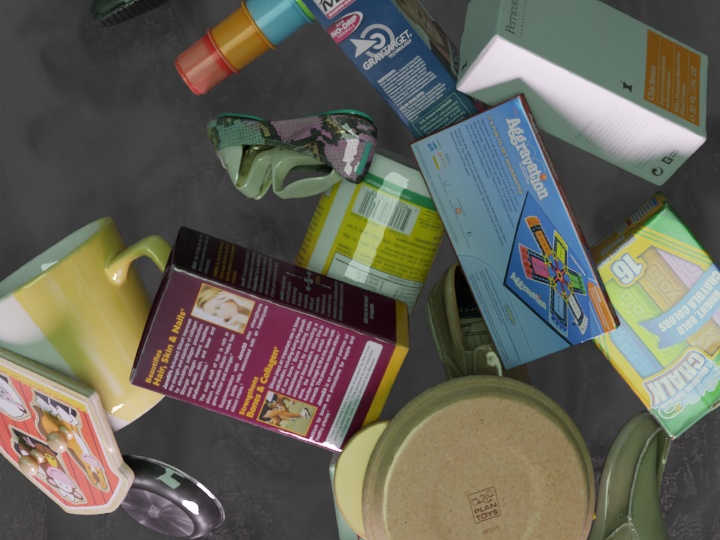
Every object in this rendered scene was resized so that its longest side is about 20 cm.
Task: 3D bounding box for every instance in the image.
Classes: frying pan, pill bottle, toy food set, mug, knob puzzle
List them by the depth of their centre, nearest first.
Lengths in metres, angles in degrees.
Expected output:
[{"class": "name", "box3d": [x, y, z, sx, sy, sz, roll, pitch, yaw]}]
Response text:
[{"class": "toy food set", "box3d": [0.091, 0.182, 1.362, 0.199, 0.049, 0.199, -33, 100, -8]}, {"class": "pill bottle", "box3d": [0.000, 0.000, 1.470, 0.112, 0.113, 0.202, 22, 97, 2]}, {"class": "mug", "box3d": [-0.228, 0.056, 1.473, 0.149, 0.186, 0.154, -37, 102, -25]}, {"class": "knob puzzle", "box3d": [-0.279, 0.150, 1.492, 0.219, 0.220, 0.030, 41, 57, 0]}, {"class": "frying pan", "box3d": [-0.201, 0.179, 1.502, 0.190, 0.115, 0.031, 38, 55, -20]}]

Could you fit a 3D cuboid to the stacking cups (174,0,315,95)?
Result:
[{"class": "stacking cups", "box3d": [-0.071, -0.222, 1.477, 0.199, 0.061, 0.061, -36, 92, 7]}]

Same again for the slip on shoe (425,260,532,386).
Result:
[{"class": "slip on shoe", "box3d": [0.109, 0.082, 1.444, 0.075, 0.061, 0.201, -6, 55, -17]}]

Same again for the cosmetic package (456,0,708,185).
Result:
[{"class": "cosmetic package", "box3d": [0.183, -0.162, 1.408, 0.199, 0.102, 0.071, 23, 139, -15]}]

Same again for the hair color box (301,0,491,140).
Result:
[{"class": "hair color box", "box3d": [0.034, -0.183, 1.420, 0.060, 0.100, 0.200, -35, 112, 16]}]

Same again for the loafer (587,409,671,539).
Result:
[{"class": "loafer", "box3d": [0.235, 0.219, 1.466, 0.068, 0.076, 0.202, 11, 74, 29]}]

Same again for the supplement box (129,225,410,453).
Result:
[{"class": "supplement box", "box3d": [-0.071, 0.057, 1.378, 0.198, 0.086, 0.111, 19, 112, -8]}]

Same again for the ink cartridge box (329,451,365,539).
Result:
[{"class": "ink cartridge box", "box3d": [0.080, 0.218, 1.500, 0.198, 0.084, 0.148, -8, 96, 6]}]

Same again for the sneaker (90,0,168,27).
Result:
[{"class": "sneaker", "box3d": [-0.163, -0.291, 1.476, 0.200, 0.074, 0.089, -39, 92, -2]}]

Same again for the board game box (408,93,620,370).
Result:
[{"class": "board game box", "box3d": [0.123, -0.029, 1.384, 0.102, 0.019, 0.202, -21, 94, 23]}]

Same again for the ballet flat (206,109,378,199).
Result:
[{"class": "ballet flat", "box3d": [-0.067, -0.095, 1.439, 0.199, 0.069, 0.072, 3, 73, 44]}]

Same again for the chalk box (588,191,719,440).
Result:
[{"class": "chalk box", "box3d": [0.270, 0.052, 1.446, 0.124, 0.124, 0.200, -40, 92, 8]}]
